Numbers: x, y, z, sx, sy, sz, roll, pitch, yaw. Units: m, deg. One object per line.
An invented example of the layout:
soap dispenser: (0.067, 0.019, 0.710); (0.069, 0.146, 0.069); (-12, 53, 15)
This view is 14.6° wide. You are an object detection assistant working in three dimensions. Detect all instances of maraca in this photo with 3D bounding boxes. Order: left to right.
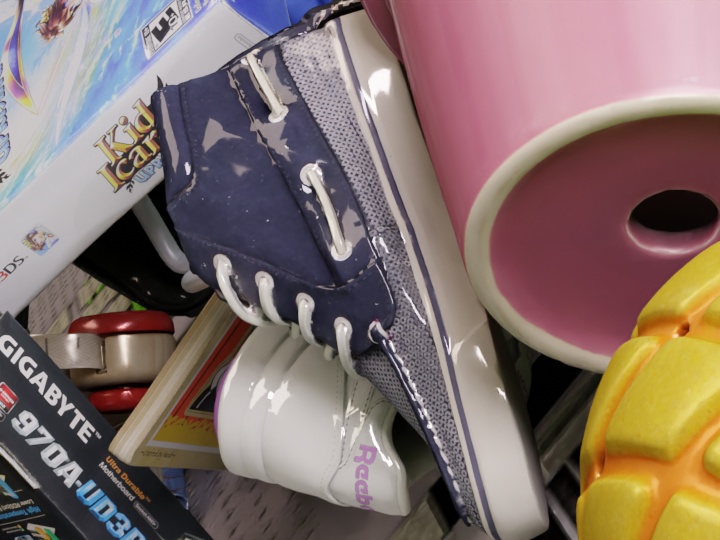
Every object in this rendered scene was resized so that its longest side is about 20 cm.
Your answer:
maraca: (0.116, 0.031, 0.691); (0.137, 0.107, 0.200); (-28, 28, 38)

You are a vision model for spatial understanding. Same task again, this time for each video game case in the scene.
video game case: (-0.114, -0.096, 1.143); (0.181, 0.045, 0.200); (-42, 34, 22)

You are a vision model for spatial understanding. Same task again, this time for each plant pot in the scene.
plant pot: (0.092, -0.074, 0.867); (0.200, 0.199, 0.180); (-39, 36, 38)

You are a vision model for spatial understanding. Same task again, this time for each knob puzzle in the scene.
knob puzzle: (0.000, 0.000, 1.094); (0.220, 0.030, 0.220); (-47, -18, -20)

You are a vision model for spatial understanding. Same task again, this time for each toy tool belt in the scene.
toy tool belt: (-0.124, 0.092, 1.261); (0.200, 0.124, 0.124); (157, 108, -66)

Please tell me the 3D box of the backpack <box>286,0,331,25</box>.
backpack: (-0.011, -0.177, 1.325); (0.162, 0.168, 0.200); (-30, 5, -40)

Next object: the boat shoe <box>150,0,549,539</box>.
boat shoe: (-0.006, 0.009, 0.947); (0.092, 0.201, 0.075); (-20, -23, 5)

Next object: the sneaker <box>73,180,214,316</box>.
sneaker: (-0.115, -0.069, 1.264); (0.077, 0.201, 0.111); (-29, 4, 12)

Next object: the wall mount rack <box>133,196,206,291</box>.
wall mount rack: (-0.001, -0.069, 1.144); (0.173, 0.075, 0.200); (-28, 4, 40)

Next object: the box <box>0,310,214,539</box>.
box: (-0.162, 0.101, 1.156); (0.200, 0.159, 0.046); (-16, 31, 48)

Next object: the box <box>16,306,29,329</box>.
box: (-0.212, -0.036, 1.305); (0.200, 0.048, 0.159); (-11, -74, -72)

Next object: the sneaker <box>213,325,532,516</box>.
sneaker: (0.038, 0.021, 1.029); (0.099, 0.075, 0.200); (21, 51, 31)
